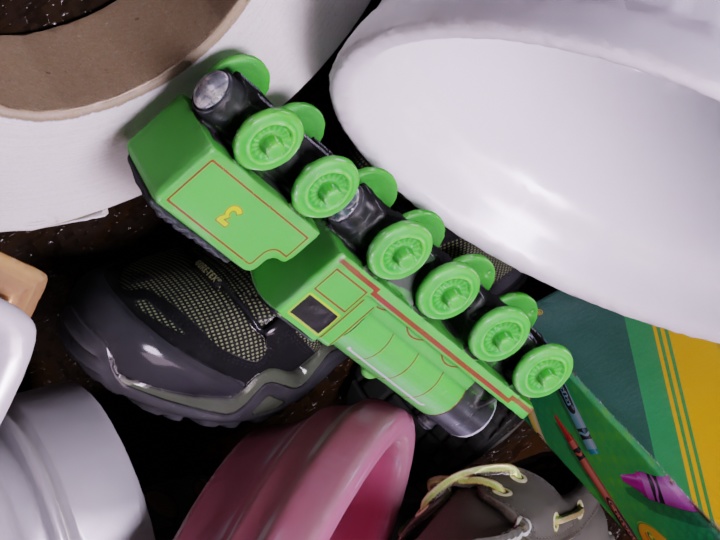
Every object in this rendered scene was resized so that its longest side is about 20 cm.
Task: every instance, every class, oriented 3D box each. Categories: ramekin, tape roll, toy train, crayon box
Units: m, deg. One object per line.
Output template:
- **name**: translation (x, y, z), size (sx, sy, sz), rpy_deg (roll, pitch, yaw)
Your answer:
- **ramekin**: translation (0.100, -0.061, 0.807), size (0.098, 0.200, 0.201), rpy_deg (-66, 153, -17)
- **tape roll**: translation (-0.080, -0.092, 0.754), size (0.202, 0.037, 0.203), rpy_deg (-23, 148, -16)
- **toy train**: translation (0.000, 0.000, 0.840), size (0.056, 0.042, 0.200), rpy_deg (-41, 135, 9)
- **crayon box**: translation (0.168, 0.028, 0.950), size (0.200, 0.119, 0.058), rpy_deg (-28, 146, -22)

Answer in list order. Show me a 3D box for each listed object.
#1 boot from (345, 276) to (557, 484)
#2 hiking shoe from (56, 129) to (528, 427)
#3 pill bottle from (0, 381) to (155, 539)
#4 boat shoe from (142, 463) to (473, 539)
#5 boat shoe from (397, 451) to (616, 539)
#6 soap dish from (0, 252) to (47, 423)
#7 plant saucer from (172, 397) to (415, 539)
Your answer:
- **boot**: translation (0.096, 0.015, 1.032), size (0.200, 0.068, 0.130), rpy_deg (-46, 151, 23)
- **hiking shoe**: translation (-0.015, -0.012, 0.901), size (0.200, 0.076, 0.101), rpy_deg (-12, 132, -41)
- **pill bottle**: translation (-0.175, 0.109, 0.872), size (0.199, 0.113, 0.114), rpy_deg (-17, 145, -24)
- **boat shoe**: translation (-0.038, 0.124, 1.051), size (0.199, 0.076, 0.072), rpy_deg (-9, 144, -30)
- **boat shoe**: translation (0.046, 0.102, 0.983), size (0.072, 0.061, 0.202), rpy_deg (-8, 176, 22)
- **soap dish**: translation (-0.201, 0.034, 0.719), size (0.200, 0.081, 0.158), rpy_deg (26, 92, -44)
- **plant saucer**: translation (-0.043, 0.132, 0.906), size (0.201, 0.051, 0.201), rpy_deg (23, 90, -81)
